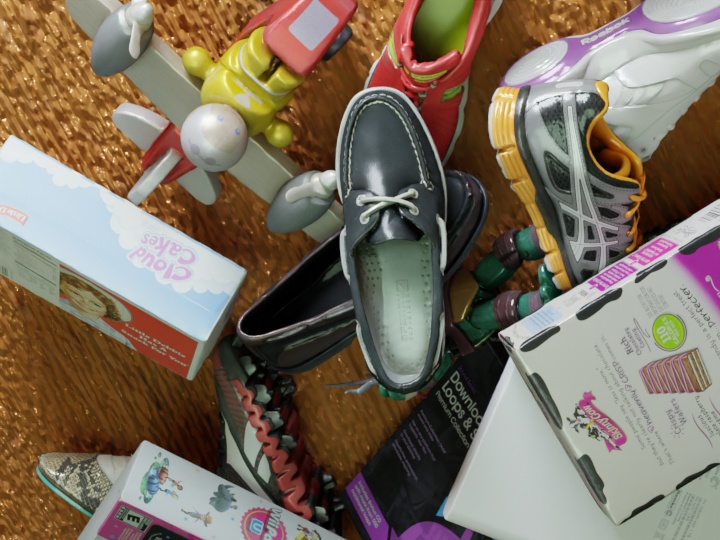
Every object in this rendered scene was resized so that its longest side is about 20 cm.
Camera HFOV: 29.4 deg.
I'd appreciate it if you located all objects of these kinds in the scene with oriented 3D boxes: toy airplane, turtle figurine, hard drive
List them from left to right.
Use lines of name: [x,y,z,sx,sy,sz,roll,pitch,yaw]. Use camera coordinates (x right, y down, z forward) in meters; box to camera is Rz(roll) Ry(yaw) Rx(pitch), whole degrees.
toy airplane: [-0.100,-0.106,0.945,0.199,0.141,0.200,3,121,7]
turtle figurine: [0.061,0.019,0.993,0.199,0.101,0.150,-21,66,32]
hard drive: [0.173,0.144,0.934,0.199,0.025,0.132,22,99,-6]

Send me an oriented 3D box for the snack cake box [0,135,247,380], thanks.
snack cake box: [-0.191,-0.006,1.023,0.199,0.067,0.115,30,156,-1]

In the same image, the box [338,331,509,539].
box: [0.077,0.165,1.040,0.200,0.036,0.143,-52,51,25]

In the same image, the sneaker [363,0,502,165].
sneaker: [0.040,-0.138,0.930,0.077,0.085,0.201,19,116,6]

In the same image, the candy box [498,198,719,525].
candy box: [0.208,0.050,0.877,0.199,0.061,0.137,-31,100,-1]

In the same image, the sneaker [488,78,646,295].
sneaker: [0.155,-0.042,0.902,0.077,0.078,0.200,-16,127,26]

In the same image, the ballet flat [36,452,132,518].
ballet flat: [-0.179,0.204,1.156,0.075,0.068,0.200,-41,106,4]

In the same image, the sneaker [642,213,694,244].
sneaker: [0.290,0.003,0.947,0.199,0.072,0.073,5,123,15]

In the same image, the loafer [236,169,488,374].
loafer: [0.000,0.000,0.944,0.200,0.063,0.072,-39,58,15]

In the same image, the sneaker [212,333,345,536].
sneaker: [-0.087,0.145,1.096,0.097,0.071,0.201,-15,111,16]

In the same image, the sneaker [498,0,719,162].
sneaker: [0.196,-0.128,0.917,0.199,0.075,0.100,-20,122,25]

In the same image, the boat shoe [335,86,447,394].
boat shoe: [0.024,-0.020,0.887,0.075,0.060,0.201,-11,93,5]

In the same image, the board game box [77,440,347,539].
board game box: [-0.118,0.239,1.080,0.199,0.064,0.148,27,128,-12]
